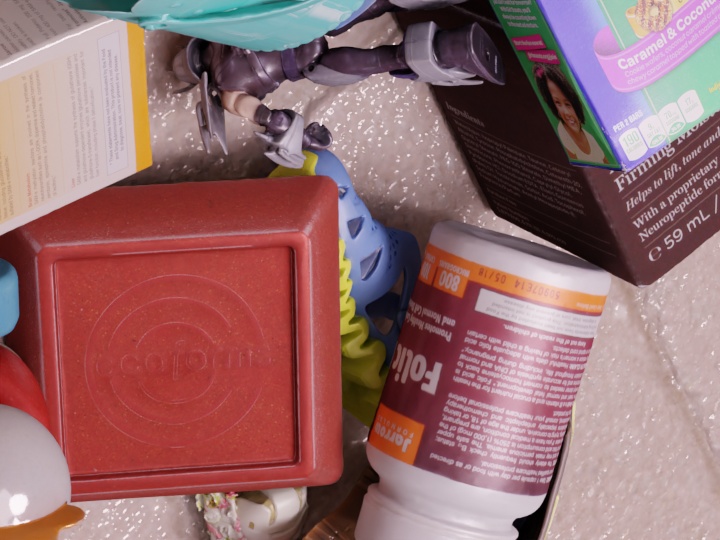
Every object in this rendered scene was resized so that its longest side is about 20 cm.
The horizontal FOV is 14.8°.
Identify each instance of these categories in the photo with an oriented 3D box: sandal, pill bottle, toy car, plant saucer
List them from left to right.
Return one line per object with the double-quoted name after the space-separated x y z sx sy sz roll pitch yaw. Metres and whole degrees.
-0.232 0.113 1.506 0.176 0.200 0.185 -8 112 -26 "toy car"
-0.108 0.048 1.622 0.199 0.037 0.201 -3 111 -7 "plant saucer"
0.000 0.000 1.702 0.087 0.079 0.200 -38 132 -23 "sandal"
0.069 0.080 1.669 0.114 0.114 0.201 13 97 -36 "pill bottle"

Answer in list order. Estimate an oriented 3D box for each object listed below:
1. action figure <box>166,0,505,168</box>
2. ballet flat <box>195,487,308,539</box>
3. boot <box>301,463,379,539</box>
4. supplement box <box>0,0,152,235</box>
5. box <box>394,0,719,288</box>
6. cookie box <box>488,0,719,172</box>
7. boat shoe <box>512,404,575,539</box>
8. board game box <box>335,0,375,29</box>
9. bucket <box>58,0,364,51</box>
-0.023 -0.127 1.582 0.069 0.199 0.131 13 70 -66 "action figure"
-0.063 0.115 1.707 0.075 0.064 0.201 -21 119 -26 "ballet flat"
-0.004 0.187 1.762 0.200 0.075 0.107 -30 162 -51 "boot"
-0.217 -0.082 1.501 0.200 0.074 0.126 -26 143 -23 "supplement box"
0.148 -0.130 1.686 0.166 0.164 0.200 -39 124 -15 "box"
0.151 -0.183 1.527 0.171 0.075 0.200 -34 106 -17 "cookie box"
0.111 0.094 1.814 0.072 0.059 0.201 4 106 -34 "boat shoe"
-0.057 -0.226 1.549 0.199 0.039 0.159 13 97 7 "board game box"
-0.074 -0.214 1.427 0.135 0.207 0.208 16 99 -51 "bucket"
